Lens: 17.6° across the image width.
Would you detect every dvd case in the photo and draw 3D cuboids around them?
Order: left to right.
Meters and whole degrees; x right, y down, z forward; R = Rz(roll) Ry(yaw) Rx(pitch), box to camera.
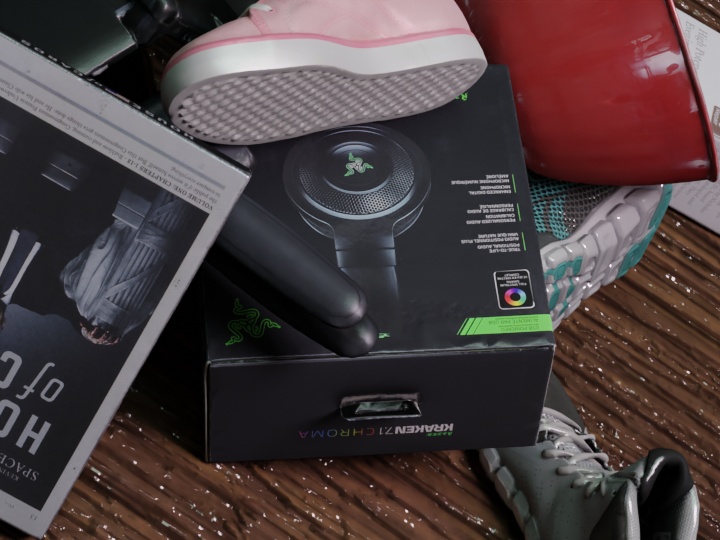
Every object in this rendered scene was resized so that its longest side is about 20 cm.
[{"bbox_3d":[-0.163,0.004,1.064,0.150,0.200,0.025,29,9,-8],"label":"dvd case"}]

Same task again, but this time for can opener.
[{"bbox_3d":[-0.065,-0.024,1.104,0.079,0.063,0.200,-47,54,-6],"label":"can opener"}]

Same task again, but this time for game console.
[{"bbox_3d":[-0.173,-0.145,1.167,0.200,0.116,0.176,47,12,24],"label":"game console"}]

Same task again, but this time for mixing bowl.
[{"bbox_3d":[0.116,-0.127,1.303,0.108,0.200,0.201,-19,58,4],"label":"mixing bowl"}]

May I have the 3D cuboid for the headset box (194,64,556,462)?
[{"bbox_3d":[0.000,0.000,1.193,0.173,0.093,0.201,-2,53,-5],"label":"headset box"}]

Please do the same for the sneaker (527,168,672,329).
[{"bbox_3d":[0.094,-0.018,1.338,0.091,0.078,0.200,34,38,21],"label":"sneaker"}]

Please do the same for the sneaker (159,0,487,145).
[{"bbox_3d":[-0.032,-0.126,1.140,0.200,0.075,0.105,-11,70,-44],"label":"sneaker"}]

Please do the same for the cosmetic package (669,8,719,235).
[{"bbox_3d":[0.220,-0.090,1.465,0.199,0.074,0.102,27,45,-10],"label":"cosmetic package"}]

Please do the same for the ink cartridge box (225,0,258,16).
[{"bbox_3d":[-0.014,-0.179,1.378,0.200,0.084,0.145,-16,64,-40],"label":"ink cartridge box"}]

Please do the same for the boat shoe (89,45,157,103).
[{"bbox_3d":[-0.138,-0.039,1.193,0.072,0.068,0.201,13,49,-25],"label":"boat shoe"}]

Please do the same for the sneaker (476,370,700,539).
[{"bbox_3d":[0.127,0.105,1.211,0.075,0.116,0.201,3,54,-31],"label":"sneaker"}]
